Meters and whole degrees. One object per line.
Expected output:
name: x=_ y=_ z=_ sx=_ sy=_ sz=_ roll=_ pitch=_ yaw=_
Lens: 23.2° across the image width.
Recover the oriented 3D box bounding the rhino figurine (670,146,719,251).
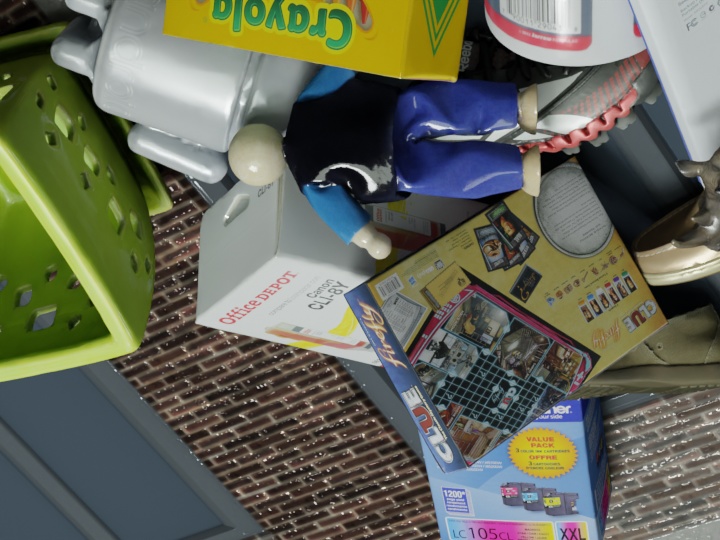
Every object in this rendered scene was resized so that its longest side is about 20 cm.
rhino figurine: x=0.262 y=-0.080 z=1.070 sx=0.199 sy=0.060 sz=0.088 roll=-39 pitch=139 yaw=-7

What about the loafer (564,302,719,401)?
loafer: x=0.180 y=0.056 z=1.268 sx=0.198 sy=0.068 sz=0.076 roll=2 pitch=166 yaw=-25

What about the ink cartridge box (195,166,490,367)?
ink cartridge box: x=0.000 y=0.000 z=1.230 sx=0.198 sy=0.084 sz=0.145 roll=14 pitch=154 yaw=-24

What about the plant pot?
plant pot: x=-0.255 y=-0.055 z=1.250 sx=0.197 sy=0.182 sz=0.201 roll=-11 pitch=127 yaw=24

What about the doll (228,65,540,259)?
doll: x=0.014 y=-0.075 z=1.114 sx=0.197 sy=0.138 sz=0.048 roll=-1 pitch=172 yaw=3

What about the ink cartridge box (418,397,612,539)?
ink cartridge box: x=0.118 y=0.122 z=1.373 sx=0.135 sy=0.077 sz=0.202 roll=-1 pitch=128 yaw=16

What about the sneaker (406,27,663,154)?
sneaker: x=0.109 y=-0.122 z=1.167 sx=0.199 sy=0.071 sz=0.098 roll=-22 pitch=123 yaw=32

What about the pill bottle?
pill bottle: x=0.129 y=-0.235 z=1.033 sx=0.118 sy=0.120 sz=0.202 roll=5 pitch=131 yaw=11

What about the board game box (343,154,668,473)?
board game box: x=0.100 y=0.026 z=1.169 sx=0.136 sy=0.199 sz=0.035 roll=60 pitch=149 yaw=-1

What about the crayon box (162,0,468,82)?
crayon box: x=-0.023 y=-0.211 z=1.029 sx=0.199 sy=0.058 sz=0.175 roll=15 pitch=101 yaw=40

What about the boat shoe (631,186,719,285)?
boat shoe: x=0.262 y=-0.058 z=1.186 sx=0.199 sy=0.072 sz=0.065 roll=-30 pitch=113 yaw=22

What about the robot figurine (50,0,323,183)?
robot figurine: x=-0.104 y=-0.143 z=1.180 sx=0.198 sy=0.113 sz=0.171 roll=18 pitch=118 yaw=-1

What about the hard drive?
hard drive: x=0.236 y=-0.152 z=1.064 sx=0.131 sy=0.025 sz=0.201 roll=-37 pitch=135 yaw=-4
